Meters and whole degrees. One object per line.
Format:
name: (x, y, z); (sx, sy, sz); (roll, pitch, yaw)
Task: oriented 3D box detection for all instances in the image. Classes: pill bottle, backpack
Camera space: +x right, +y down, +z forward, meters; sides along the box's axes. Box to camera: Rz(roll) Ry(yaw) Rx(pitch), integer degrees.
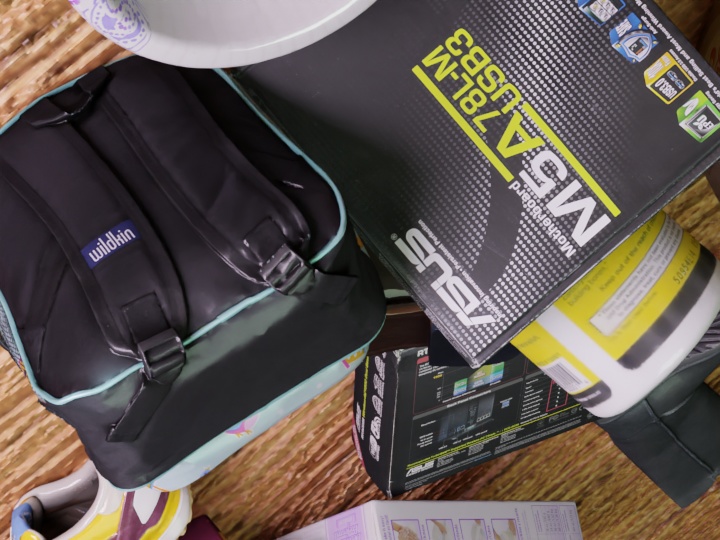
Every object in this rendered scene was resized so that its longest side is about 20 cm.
pill bottle: (0.099, -0.022, 0.959); (0.114, 0.200, 0.114); (-48, -175, 5)
backpack: (-0.099, -0.005, 0.844); (0.175, 0.200, 0.154); (-35, 147, -8)

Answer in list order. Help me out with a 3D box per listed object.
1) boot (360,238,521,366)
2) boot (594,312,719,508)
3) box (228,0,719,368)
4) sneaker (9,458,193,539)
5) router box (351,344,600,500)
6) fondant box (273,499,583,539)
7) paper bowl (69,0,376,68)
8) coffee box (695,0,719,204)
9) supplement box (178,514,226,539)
boot: (0.000, 0.000, 1.032); (0.199, 0.097, 0.075); (6, 151, -5)
boot: (0.265, 0.094, 1.305); (0.165, 0.066, 0.200); (-34, 139, 12)
box: (0.067, -0.086, 0.880); (0.193, 0.200, 0.048); (-39, 177, -5)
sneaker: (-0.199, 0.186, 1.069); (0.200, 0.075, 0.090); (-50, 130, 8)
router box: (0.093, 0.056, 1.147); (0.199, 0.062, 0.150); (-18, 139, -21)
fondant box: (0.044, 0.209, 1.220); (0.199, 0.059, 0.144); (5, 156, -40)
paper bowl: (-0.061, -0.198, 0.749); (0.200, 0.104, 0.201); (-20, 139, -19)
coffee box: (0.269, -0.145, 1.021); (0.079, 0.115, 0.201); (4, 130, -16)
supplement box: (-0.088, 0.286, 1.130); (0.103, 0.131, 0.201); (-30, 111, -11)
